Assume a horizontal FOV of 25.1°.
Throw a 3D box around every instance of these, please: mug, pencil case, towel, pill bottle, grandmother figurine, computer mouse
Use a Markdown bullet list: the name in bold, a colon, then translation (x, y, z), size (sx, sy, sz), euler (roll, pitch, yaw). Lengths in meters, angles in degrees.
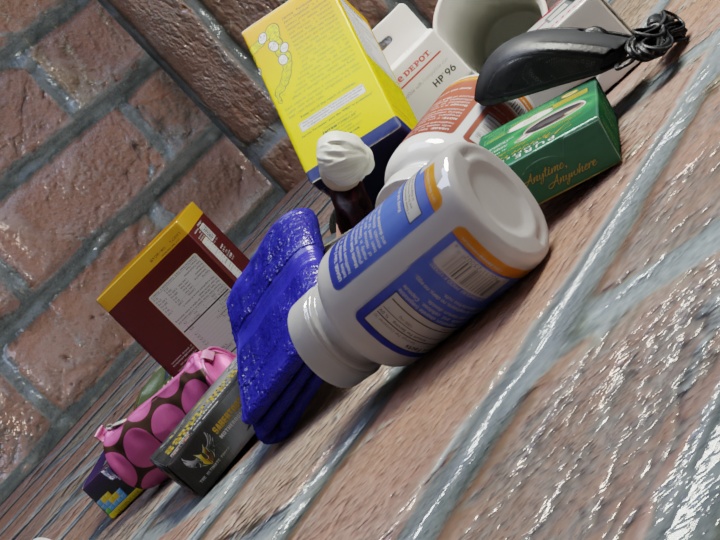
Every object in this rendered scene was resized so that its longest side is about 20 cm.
- **mug**: translation (0.188, -0.259, 1.872), size (0.134, 0.177, 0.200), euler (-59, -14, 7)
- **pencil case**: translation (-0.202, 0.160, 1.781), size (0.200, 0.094, 0.091), euler (-40, 8, 27)
- **towel**: translation (-0.075, 0.046, 1.478), size (0.148, 0.049, 0.200), euler (-60, 26, 25)
- **pill bottle**: translation (0.090, -0.096, 1.519), size (0.112, 0.112, 0.200), euler (-38, 9, 40)
- **grandmother figurine**: translation (-0.007, -0.047, 1.514), size (0.060, 0.201, 0.121), euler (-21, 44, -9)
- **pill bottle**: translation (0.038, 0.003, 1.231), size (0.200, 0.112, 0.112), euler (-40, 8, 31)
- **computer mouse**: translation (0.191, -0.201, 1.464), size (0.199, 0.053, 0.138), euler (-15, 11, 24)

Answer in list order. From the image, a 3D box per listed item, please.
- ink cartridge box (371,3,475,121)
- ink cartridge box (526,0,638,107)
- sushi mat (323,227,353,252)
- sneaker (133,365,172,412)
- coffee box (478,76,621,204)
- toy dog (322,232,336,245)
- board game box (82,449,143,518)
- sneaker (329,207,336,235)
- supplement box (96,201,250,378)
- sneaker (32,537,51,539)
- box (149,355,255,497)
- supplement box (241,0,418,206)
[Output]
- **ink cartridge box**: translation (0.074, -0.176, 1.725), size (0.116, 0.200, 0.068), euler (-44, 6, 6)
- **ink cartridge box**: translation (0.209, -0.217, 1.666), size (0.148, 0.086, 0.200), euler (-43, 6, 11)
- **sushi mat**: translation (-0.014, 0.020, 1.516), size (0.012, 0.096, 0.200), euler (-25, -1, -21)
- **sneaker**: translation (-0.233, 0.141, 2.181), size (0.200, 0.067, 0.090), euler (-41, 2, 3)
- **coffee box**: translation (0.156, -0.102, 1.357), size (0.123, 0.044, 0.200), euler (-28, 11, 13)
- **toy dog**: translation (0.000, 0.000, 1.686), size (0.199, 0.097, 0.132), euler (-30, 1, -12)
- **board game box**: translation (-0.252, 0.203, 1.978), size (0.165, 0.057, 0.200), euler (-43, 7, 5)
- **sneaker**: translation (0.047, -0.098, 1.867), size (0.199, 0.076, 0.091), euler (-30, 4, -4)
- **supplement box**: translation (-0.186, 0.045, 1.926), size (0.133, 0.200, 0.197), euler (-43, 7, 6)
- **sneaker**: translation (-0.338, 0.346, 1.600), size (0.114, 0.073, 0.201), euler (-55, 2, -40)
- **box**: translation (-0.124, 0.132, 1.623), size (0.200, 0.048, 0.158), euler (-50, 8, -11)
- **supplement box**: translation (-0.021, -0.174, 1.637), size (0.109, 0.201, 0.109), euler (-31, -28, 12)
